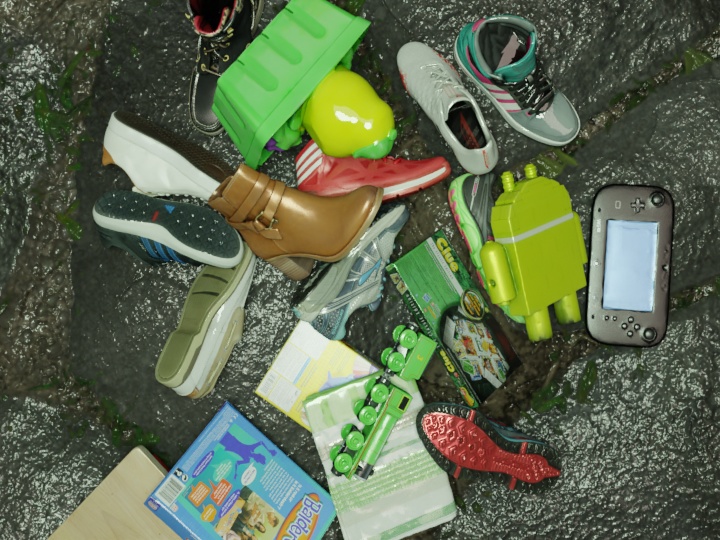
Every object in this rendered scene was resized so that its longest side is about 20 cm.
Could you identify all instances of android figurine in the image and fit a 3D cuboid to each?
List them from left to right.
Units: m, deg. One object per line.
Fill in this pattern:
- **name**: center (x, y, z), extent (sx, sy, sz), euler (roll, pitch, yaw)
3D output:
- **android figurine**: center (0.214, -0.025, 0.959), extent (0.180, 0.041, 0.205), euler (-22, 100, -37)

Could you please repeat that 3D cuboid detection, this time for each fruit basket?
- **fruit basket**: center (-0.049, -0.196, 0.931), extent (0.210, 0.155, 0.222), euler (3, 80, -15)

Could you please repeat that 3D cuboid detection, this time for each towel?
- **towel**: center (0.024, 0.229, 0.974), extent (0.146, 0.031, 0.205), euler (-18, 93, -6)

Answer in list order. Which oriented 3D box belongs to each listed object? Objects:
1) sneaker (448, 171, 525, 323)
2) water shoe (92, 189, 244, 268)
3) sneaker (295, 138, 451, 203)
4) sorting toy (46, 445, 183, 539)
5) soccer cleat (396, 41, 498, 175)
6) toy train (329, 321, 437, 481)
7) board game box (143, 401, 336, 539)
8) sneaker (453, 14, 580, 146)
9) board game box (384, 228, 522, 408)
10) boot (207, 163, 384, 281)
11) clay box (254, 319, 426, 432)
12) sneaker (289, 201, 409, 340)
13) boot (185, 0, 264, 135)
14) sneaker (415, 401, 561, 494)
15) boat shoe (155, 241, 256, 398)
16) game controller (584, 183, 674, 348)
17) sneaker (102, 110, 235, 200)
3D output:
- **sneaker**: center (0.177, -0.030, 0.991), extent (0.082, 0.077, 0.204), euler (-22, 91, 4)
- **water shoe**: center (-0.238, -0.042, 0.999), extent (0.195, 0.080, 0.072), euler (20, 51, 3)
- **sneaker**: center (0.009, -0.141, 0.992), extent (0.195, 0.078, 0.119), euler (-16, 91, -1)
- **sorting toy**: center (-0.273, 0.358, 0.997), extent (0.199, 0.070, 0.200), euler (-44, 90, 0)
- **soccer cleat**: center (0.107, -0.209, 0.974), extent (0.068, 0.085, 0.203), euler (-29, 76, 1)
- **toy train**: center (0.028, 0.158, 0.940), extent (0.056, 0.042, 0.203), euler (28, 89, -16)
- **board game box**: center (-0.140, 0.286, 0.968), extent (0.199, 0.045, 0.153), euler (42, 53, -1)
- **sneaker**: center (0.201, -0.237, 0.968), extent (0.199, 0.121, 0.084), euler (41, 90, 0)
- **board game box**: center (0.119, 0.058, 0.990), extent (0.104, 0.023, 0.203), euler (-31, 90, -36)
- **boot**: center (-0.080, -0.076, 0.923), extent (0.154, 0.075, 0.199), euler (40, 130, -19)
- **clay box**: center (-0.022, 0.159, 1.006), extent (0.198, 0.048, 0.116), euler (35, 91, -1)
- **sneaker**: center (0.000, 0.000, 0.992), extent (0.087, 0.077, 0.201), euler (47, 74, -19)
- **boot**: center (-0.173, -0.273, 0.955), extent (0.072, 0.151, 0.205), euler (20, 91, 0)
- **sneaker**: center (0.145, 0.217, 0.976), extent (0.197, 0.095, 0.081), euler (27, 87, -16)
- **boat shoe**: center (-0.182, 0.062, 0.997), extent (0.074, 0.068, 0.203), euler (13, 69, 43)
- **game controller**: center (0.341, -0.006, 1.007), extent (0.101, 0.042, 0.206), euler (3, 89, 0)
- **sneaker**: center (-0.235, -0.119, 1.007), extent (0.197, 0.073, 0.086), euler (29, 114, -1)
